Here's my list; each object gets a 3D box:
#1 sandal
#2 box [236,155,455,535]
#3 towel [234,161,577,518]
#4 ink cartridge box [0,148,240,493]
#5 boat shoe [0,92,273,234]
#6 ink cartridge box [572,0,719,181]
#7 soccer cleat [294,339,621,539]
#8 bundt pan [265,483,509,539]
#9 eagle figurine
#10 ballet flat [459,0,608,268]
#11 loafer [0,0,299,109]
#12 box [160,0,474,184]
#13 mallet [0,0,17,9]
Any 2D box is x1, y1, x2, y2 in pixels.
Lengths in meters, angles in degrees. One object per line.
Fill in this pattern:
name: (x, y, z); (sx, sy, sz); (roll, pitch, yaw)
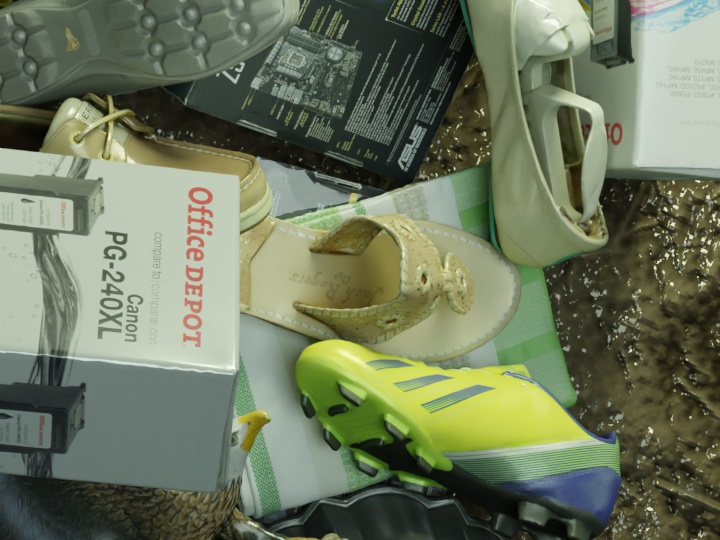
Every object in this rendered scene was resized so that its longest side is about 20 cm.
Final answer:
sandal: (-0.001, 0.006, 1.476); (0.211, 0.070, 0.078); (10, 88, -21)
box: (-0.014, 0.053, 1.564); (0.160, 0.049, 0.201); (14, 88, -21)
towel: (0.009, 0.034, 1.535); (0.199, 0.031, 0.150); (-17, 99, -20)
ink cartridge box: (-0.154, 0.018, 1.327); (0.199, 0.146, 0.084); (6, 131, -7)
boat shoe: (-0.143, -0.053, 1.429); (0.199, 0.074, 0.067); (2, 119, 10)
ink cartridge box: (0.158, -0.151, 1.563); (0.085, 0.147, 0.201); (3, 90, -20)
soccer cleat: (0.052, 0.078, 1.512); (0.200, 0.065, 0.084); (29, 63, -22)
bundt pan: (0.011, 0.221, 1.536); (0.201, 0.076, 0.203); (-5, 111, -12)
eagle figurine: (-0.103, 0.103, 1.437); (0.200, 0.152, 0.151); (40, 89, -3)
ballet flat: (0.097, -0.100, 1.504); (0.069, 0.069, 0.201); (-13, 104, -18)
loafer: (-0.114, -0.125, 1.453); (0.070, 0.199, 0.070); (-28, 108, -60)
box: (0.000, -0.161, 1.511); (0.160, 0.044, 0.201); (17, 103, -37)
mallet: (-0.242, -0.154, 1.433); (0.200, 0.041, 0.066); (-9, 90, -56)
